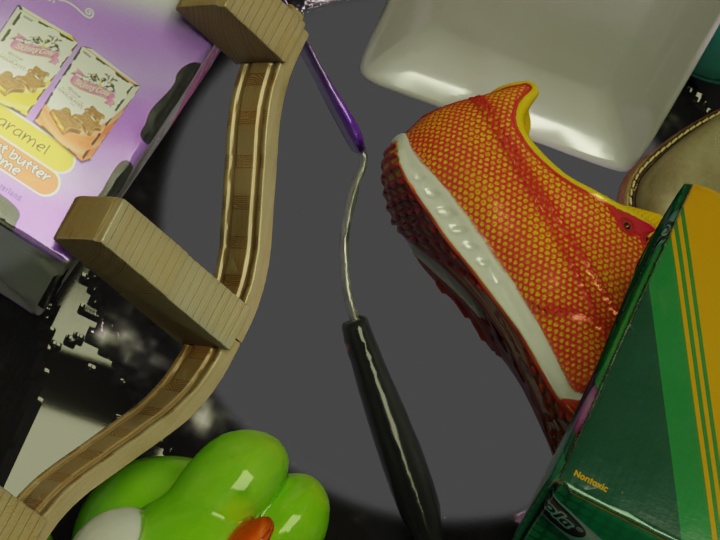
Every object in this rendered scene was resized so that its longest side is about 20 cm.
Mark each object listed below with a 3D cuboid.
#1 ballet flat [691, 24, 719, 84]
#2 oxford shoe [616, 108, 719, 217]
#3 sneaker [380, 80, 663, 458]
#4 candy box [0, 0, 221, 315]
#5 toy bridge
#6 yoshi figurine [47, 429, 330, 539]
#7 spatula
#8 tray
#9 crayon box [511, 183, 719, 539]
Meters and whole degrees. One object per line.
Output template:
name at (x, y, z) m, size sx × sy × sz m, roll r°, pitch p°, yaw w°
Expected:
ballet flat at (0.071, -0.147, 0.927) m, size 0.199 × 0.068 × 0.075 m, roll 32°, pitch 58°, yaw 0°
oxford shoe at (0.184, -0.047, 0.918) m, size 0.199 × 0.075 × 0.071 m, roll -19°, pitch 80°, yaw -18°
sneaker at (0.084, 0.022, 0.862) m, size 0.077 × 0.073 × 0.201 m, roll -29°, pitch 76°, yaw -11°
candy box at (-0.117, -0.117, 0.863) m, size 0.167 × 0.072 × 0.201 m, roll 34°, pitch 70°, yaw -3°
toy bridge at (-0.062, 0.002, 0.803) m, size 0.067 × 0.027 × 0.201 m, roll 42°, pitch 65°, yaw -35°
yoshi figurine at (-0.092, 0.128, 0.804) m, size 0.200 × 0.113 × 0.112 m, roll -43°, pitch 47°, yaw -7°
spatula at (0.000, 0.000, 0.870) m, size 0.020 × 0.057 × 0.201 m, roll -12°, pitch 90°, yaw -1°
tray at (0.080, -0.124, 0.864) m, size 0.107 × 0.200 × 0.022 m, roll 18°, pitch 41°, yaw -9°
crayon box at (0.158, 0.074, 0.786) m, size 0.199 × 0.058 × 0.119 m, roll 27°, pitch 57°, yaw 2°
